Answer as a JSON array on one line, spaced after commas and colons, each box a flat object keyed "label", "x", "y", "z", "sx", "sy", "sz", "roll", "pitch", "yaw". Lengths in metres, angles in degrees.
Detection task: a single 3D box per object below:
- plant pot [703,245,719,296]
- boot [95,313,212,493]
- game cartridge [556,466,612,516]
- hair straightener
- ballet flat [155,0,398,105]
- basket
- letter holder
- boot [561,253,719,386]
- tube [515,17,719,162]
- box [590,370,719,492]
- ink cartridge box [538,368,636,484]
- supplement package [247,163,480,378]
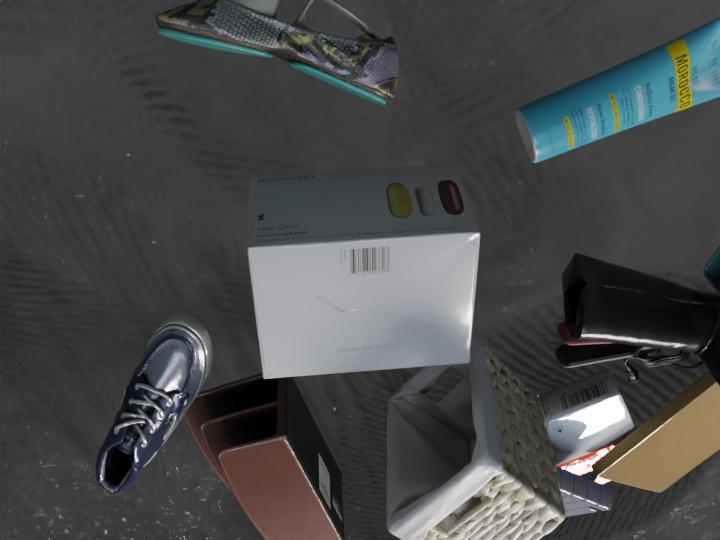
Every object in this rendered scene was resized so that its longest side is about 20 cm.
[{"label": "plant pot", "x": 0.485, "y": 0.008, "z": 0.840, "sx": 0.197, "sy": 0.142, "sz": 0.142, "roll": 10, "pitch": 126, "yaw": -22}, {"label": "boot", "x": -0.214, "y": 0.143, "z": 0.875, "sx": 0.072, "sy": 0.091, "sz": 0.202, "roll": 26, "pitch": 122, "yaw": -1}, {"label": "game cartridge", "x": 0.184, "y": 0.267, "z": 1.014, "sx": 0.129, "sy": 0.039, "sz": 0.199, "roll": 29, "pitch": 147, "yaw": -21}, {"label": "hair straightener", "x": 0.312, "y": 0.084, "z": 0.941, "sx": 0.196, "sy": 0.041, "sz": 0.078, "roll": -8, "pitch": 128, "yaw": -6}, {"label": "ballet flat", "x": -0.059, "y": -0.191, "z": 0.673, "sx": 0.197, "sy": 0.073, "sz": 0.073, "roll": 14, "pitch": 125, "yaw": -17}, {"label": "basket", "x": 0.113, "y": 0.190, "z": 0.868, "sx": 0.123, "sy": 0.201, "sz": 0.135, "roll": 38, "pitch": 115, "yaw": -18}, {"label": "letter holder", "x": -0.114, "y": 0.227, "z": 0.956, "sx": 0.140, "sy": 0.101, "sz": 0.202, "roll": -15, "pitch": 128, "yaw": 8}, {"label": "boot", "x": 0.302, "y": 0.068, "z": 0.832, "sx": 0.197, "sy": 0.166, "sz": 0.066, "roll": 15, "pitch": 126, "yaw": -13}, {"label": "tube", "x": 0.236, "y": -0.155, "z": 0.743, "sx": 0.197, "sy": 0.051, "sz": 0.078, "roll": -22, "pitch": 135, "yaw": 3}, {"label": "box", "x": 0.391, "y": 0.192, "z": 1.009, "sx": 0.162, "sy": 0.021, "sz": 0.200, "roll": 22, "pitch": 122, "yaw": -40}, {"label": "ink cartridge box", "x": 0.260, "y": 0.223, "z": 1.029, "sx": 0.158, "sy": 0.048, "sz": 0.201, "roll": -24, "pitch": 125, "yaw": 12}, {"label": "supplement package", "x": 0.000, "y": 0.000, "z": 0.787, "sx": 0.196, "sy": 0.112, "sz": 0.158, "roll": -4, "pitch": 129, "yaw": -4}]
